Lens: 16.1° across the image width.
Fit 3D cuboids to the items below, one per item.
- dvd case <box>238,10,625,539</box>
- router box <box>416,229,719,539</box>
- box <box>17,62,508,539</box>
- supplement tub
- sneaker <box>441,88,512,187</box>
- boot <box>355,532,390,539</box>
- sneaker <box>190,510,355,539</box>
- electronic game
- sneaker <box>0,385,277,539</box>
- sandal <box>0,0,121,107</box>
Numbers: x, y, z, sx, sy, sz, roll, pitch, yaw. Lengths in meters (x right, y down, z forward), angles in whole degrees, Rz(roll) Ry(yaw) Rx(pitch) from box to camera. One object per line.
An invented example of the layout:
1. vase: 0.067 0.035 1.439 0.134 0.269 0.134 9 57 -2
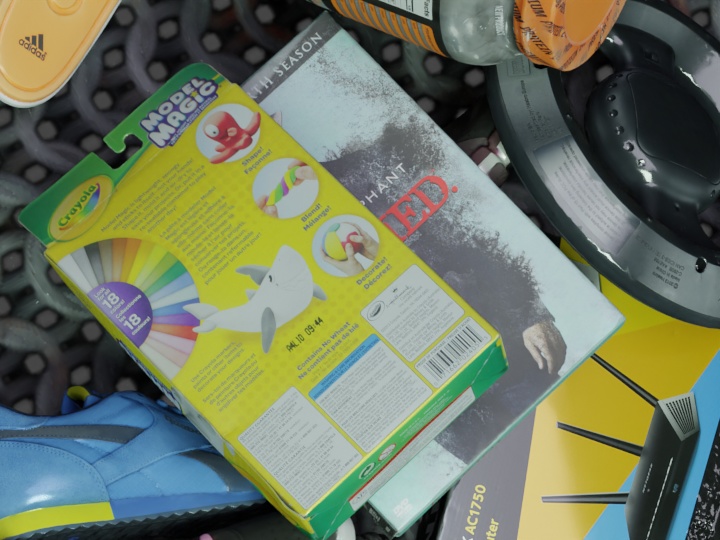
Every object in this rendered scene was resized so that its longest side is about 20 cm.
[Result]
1. dvd case: 0.000 0.000 1.151 0.146 0.022 0.200 -42 81 -9
2. router box: 0.113 0.096 1.209 0.149 0.051 0.200 17 75 -10
3. box: -0.046 0.008 1.098 0.117 0.048 0.200 -42 69 -9
4. supplement tub: 0.022 -0.168 1.147 0.200 0.123 0.123 24 70 21
5. sneaker: -0.008 -0.038 1.198 0.115 0.076 0.200 38 72 -1
6. boot: -0.067 0.209 1.122 0.211 0.079 0.158 -13 81 -18
7. sneaker: -0.101 0.144 1.069 0.200 0.099 0.071 -31 46 4
8. electronic game: 0.141 -0.060 1.220 0.200 0.042 0.200 25 44 -27
9. sneaker: -0.084 0.082 1.135 0.200 0.066 0.078 0 66 -34
10. sandal: -0.110 -0.167 1.194 0.079 0.059 0.207 34 74 -39
